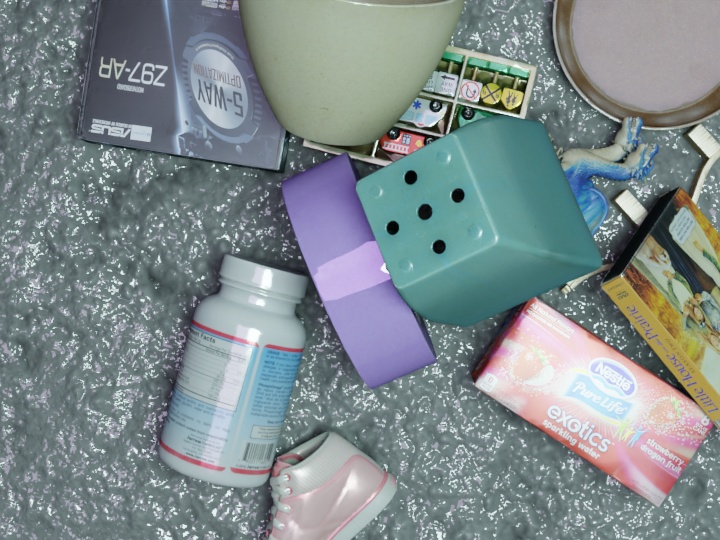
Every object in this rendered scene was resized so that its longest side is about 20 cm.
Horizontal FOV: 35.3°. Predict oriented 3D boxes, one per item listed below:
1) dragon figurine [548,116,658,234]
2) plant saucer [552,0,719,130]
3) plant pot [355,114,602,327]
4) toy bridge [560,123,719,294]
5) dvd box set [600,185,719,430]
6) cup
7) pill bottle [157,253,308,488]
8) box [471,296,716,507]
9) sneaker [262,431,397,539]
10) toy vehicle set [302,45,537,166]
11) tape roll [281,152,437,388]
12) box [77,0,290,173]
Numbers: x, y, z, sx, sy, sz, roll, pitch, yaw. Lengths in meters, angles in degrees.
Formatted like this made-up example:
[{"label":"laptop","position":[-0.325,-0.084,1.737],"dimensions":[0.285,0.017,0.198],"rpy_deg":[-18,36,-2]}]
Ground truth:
[{"label":"dragon figurine","position":[0.190,-0.060,1.043],"dimensions":[0.099,0.059,0.200],"rpy_deg":[24,110,-22]},{"label":"plant saucer","position":[0.279,-0.231,1.058],"dimensions":[0.199,0.034,0.201],"rpy_deg":[0,92,4]},{"label":"plant pot","position":[0.087,-0.041,0.916],"dimensions":[0.141,0.200,0.142],"rpy_deg":[-25,80,20]},{"label":"toy bridge","position":[0.265,-0.046,1.065],"dimensions":[0.200,0.027,0.067],"rpy_deg":[-43,89,3]},{"label":"dvd box set","position":[0.310,0.042,1.004],"dimensions":[0.200,0.029,0.146],"rpy_deg":[50,51,-7]},{"label":"cup","position":[-0.016,-0.194,0.988],"dimensions":[0.199,0.200,0.144],"rpy_deg":[11,118,4]},{"label":"pill bottle","position":[-0.113,0.091,1.052],"dimensions":[0.108,0.109,0.201],"rpy_deg":[16,91,3]},{"label":"box","position":[0.209,0.115,1.037],"dimensions":[0.200,0.095,0.100],"rpy_deg":[34,92,3]},{"label":"sneaker","position":[-0.068,0.235,1.060],"dimensions":[0.200,0.075,0.105],"rpy_deg":[-45,104,-4]},{"label":"toy vehicle set","position":[0.056,-0.155,1.077],"dimensions":[0.199,0.027,0.125],"rpy_deg":[13,92,4]},{"label":"tape roll","position":[0.000,0.000,0.997],"dimensions":[0.065,0.200,0.201],"rpy_deg":[-24,89,3]},{"label":"box","position":[-0.159,-0.187,1.083],"dimensions":[0.199,0.044,0.161],"rpy_deg":[10,91,3]}]
